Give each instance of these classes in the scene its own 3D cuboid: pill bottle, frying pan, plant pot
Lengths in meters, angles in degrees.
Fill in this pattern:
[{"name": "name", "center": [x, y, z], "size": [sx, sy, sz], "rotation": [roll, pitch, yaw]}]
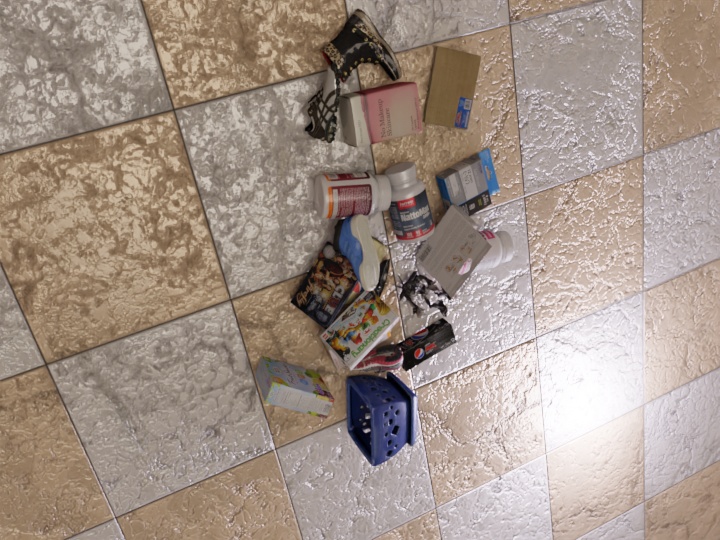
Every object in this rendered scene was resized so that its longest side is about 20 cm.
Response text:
[{"name": "pill bottle", "center": [0.363, -0.060, 1.752], "size": [0.193, 0.113, 0.118], "rotation": [-11, 111, -18]}, {"name": "pill bottle", "center": [0.134, -0.193, 1.616], "size": [0.117, 0.119, 0.206], "rotation": [-23, 113, -12]}, {"name": "frying pan", "center": [0.053, 0.041, 1.640], "size": [0.030, 0.192, 0.118], "rotation": [15, 126, 10]}, {"name": "plant pot", "center": [0.070, 0.440, 1.754], "size": [0.174, 0.199, 0.208], "rotation": [-9, 110, -24]}, {"name": "pill bottle", "center": [-0.021, -0.206, 1.552], "size": [0.193, 0.114, 0.118], "rotation": [-6, 109, -19]}]

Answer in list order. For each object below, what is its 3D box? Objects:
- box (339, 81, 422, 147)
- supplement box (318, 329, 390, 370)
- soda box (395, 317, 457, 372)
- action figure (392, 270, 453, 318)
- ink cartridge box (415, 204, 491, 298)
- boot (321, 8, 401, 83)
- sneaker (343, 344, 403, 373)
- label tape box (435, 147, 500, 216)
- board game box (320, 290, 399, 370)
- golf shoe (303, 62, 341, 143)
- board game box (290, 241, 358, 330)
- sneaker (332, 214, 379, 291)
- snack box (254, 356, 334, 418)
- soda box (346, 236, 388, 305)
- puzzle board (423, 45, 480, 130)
[{"name": "box", "center": [0.052, -0.416, 1.517], "size": [0.194, 0.109, 0.132], "rotation": [-17, 113, -16]}, {"name": "supplement box", "center": [-0.015, 0.189, 1.678], "size": [0.196, 0.074, 0.128], "rotation": [-30, 144, -11]}, {"name": "soda box", "center": [0.204, 0.234, 1.810], "size": [0.196, 0.063, 0.073], "rotation": [-28, 114, -12]}, {"name": "action figure", "center": [0.196, 0.074, 1.736], "size": [0.195, 0.103, 0.121], "rotation": [17, 112, -27]}, {"name": "ink cartridge box", "center": [0.273, -0.055, 1.656], "size": [0.044, 0.177, 0.202], "rotation": [-6, 138, -52]}, {"name": "boot", "center": [0.004, -0.544, 1.476], "size": [0.150, 0.073, 0.201], "rotation": [-42, 113, -5]}, {"name": "sneaker", "center": [0.033, 0.281, 1.733], "size": [0.192, 0.082, 0.076], "rotation": [-2, 138, 4]}, {"name": "label tape box", "center": [0.335, -0.255, 1.705], "size": [0.195, 0.066, 0.147], "rotation": [-27, 114, -10]}, {"name": "board game box", "center": [-0.002, 0.161, 1.595], "size": [0.200, 0.126, 0.035], "rotation": [-44, 161, -15]}, {"name": "golf shoe", "center": [-0.098, -0.425, 1.452], "size": [0.091, 0.079, 0.205], "rotation": [6, 125, -7]}, {"name": "board game box", "center": [-0.091, 0.043, 1.608], "size": [0.133, 0.035, 0.203], "rotation": [33, 95, 8]}, {"name": "sneaker", "center": [-0.017, -0.044, 1.554], "size": [0.076, 0.109, 0.207], "rotation": [-22, 103, -46]}, {"name": "snack box", "center": [-0.190, 0.332, 1.626], "size": [0.195, 0.168, 0.070], "rotation": [20, 99, -26]}, {"name": "soda box", "center": [0.000, 0.000, 1.655], "size": [0.066, 0.064, 0.204], "rotation": [25, 97, -26]}, {"name": "puzzle board", "center": [0.259, -0.514, 1.620], "size": [0.146, 0.017, 0.207], "rotation": [2, 106, -24]}]
